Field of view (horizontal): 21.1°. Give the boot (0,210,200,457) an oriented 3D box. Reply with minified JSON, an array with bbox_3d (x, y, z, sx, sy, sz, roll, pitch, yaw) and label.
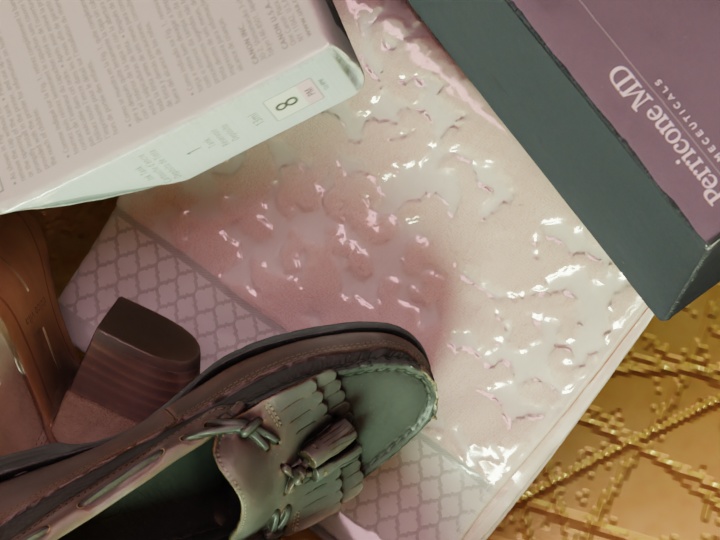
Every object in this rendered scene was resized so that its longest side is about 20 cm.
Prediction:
[{"bbox_3d":[-0.150,0.052,0.740,0.200,0.146,0.070,32,31,11],"label":"boot"}]

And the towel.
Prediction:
[{"bbox_3d":[0.000,0.000,0.731,0.200,0.032,0.191,36,105,9],"label":"towel"}]

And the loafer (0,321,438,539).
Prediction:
[{"bbox_3d":[-0.059,0.081,0.672,0.200,0.072,0.063,-21,28,-9],"label":"loafer"}]

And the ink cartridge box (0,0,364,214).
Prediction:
[{"bbox_3d":[-0.118,-0.096,0.708,0.200,0.057,0.163,-27,68,10],"label":"ink cartridge box"}]

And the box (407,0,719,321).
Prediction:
[{"bbox_3d":[0.118,-0.121,0.656,0.182,0.104,0.200,-35,78,-9],"label":"box"}]
